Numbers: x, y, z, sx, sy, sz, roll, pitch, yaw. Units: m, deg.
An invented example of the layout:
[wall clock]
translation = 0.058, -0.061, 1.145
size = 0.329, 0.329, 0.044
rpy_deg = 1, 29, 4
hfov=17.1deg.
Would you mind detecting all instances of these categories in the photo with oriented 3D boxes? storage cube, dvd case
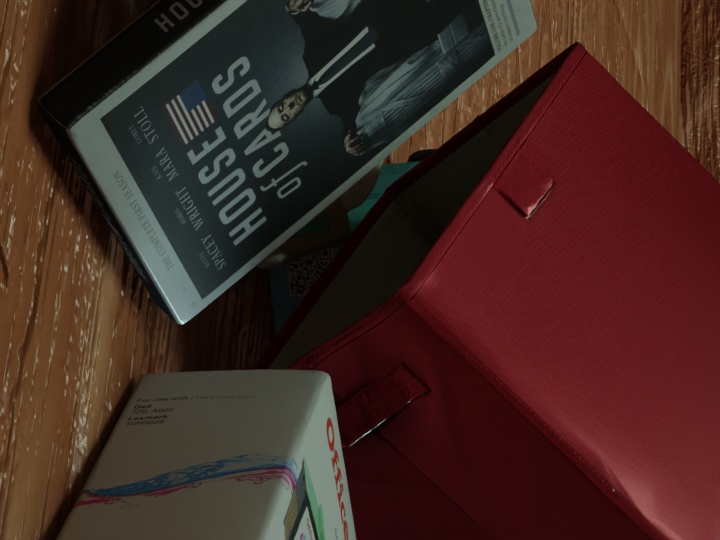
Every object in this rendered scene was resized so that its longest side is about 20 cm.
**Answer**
[storage cube]
translation = 0.078, 0.043, 1.066
size = 0.180, 0.171, 0.200
rpy_deg = 44, 51, -8
[dvd case]
translation = -0.021, -0.082, 0.937
size = 0.025, 0.200, 0.151
rpy_deg = 43, -12, 31

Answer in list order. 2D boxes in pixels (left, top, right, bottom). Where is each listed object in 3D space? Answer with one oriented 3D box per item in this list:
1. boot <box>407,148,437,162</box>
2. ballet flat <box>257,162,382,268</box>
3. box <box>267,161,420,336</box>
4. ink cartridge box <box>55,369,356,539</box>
[boot]
translation = 0.041, 0.051, 1.463
size = 0.189, 0.068, 0.201
rpy_deg = 86, 18, -44
[ballet flat]
translation = -0.014, -0.062, 1.176
size = 0.200, 0.063, 0.069
rpy_deg = -74, 151, -56
[box]
translation = 0.000, 0.000, 1.261
size = 0.200, 0.049, 0.083
rpy_deg = -45, 130, -73
[ink cartridge box]
translation = -0.057, 0.145, 0.898
size = 0.200, 0.083, 0.146
rpy_deg = -69, 153, -63
